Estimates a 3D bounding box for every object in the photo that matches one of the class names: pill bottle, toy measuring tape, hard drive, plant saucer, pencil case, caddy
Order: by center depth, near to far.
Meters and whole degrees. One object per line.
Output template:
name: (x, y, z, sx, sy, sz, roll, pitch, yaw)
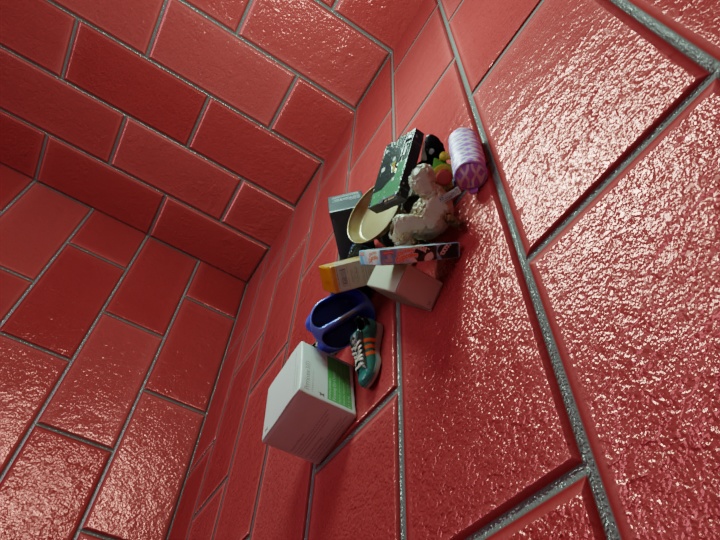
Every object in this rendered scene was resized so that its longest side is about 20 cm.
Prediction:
pencil case: (0.259, -0.270, 1.323, 0.083, 0.086, 0.201, -16, 37, 18)
toy measuring tape: (0.210, -0.204, 1.410, 0.074, 0.073, 0.203, -120, 35, -70)
hard drive: (0.093, -0.256, 1.421, 0.139, 0.038, 0.202, -18, 51, 57)
caddy: (-0.053, 0.134, 1.475, 0.199, 0.142, 0.105, -29, -6, -31)
plant saucer: (0.045, -0.153, 1.486, 0.199, 0.035, 0.202, -32, 40, 31)
pill bottle: (0.087, -0.137, 1.569, 0.112, 0.111, 0.201, -57, 18, 19)

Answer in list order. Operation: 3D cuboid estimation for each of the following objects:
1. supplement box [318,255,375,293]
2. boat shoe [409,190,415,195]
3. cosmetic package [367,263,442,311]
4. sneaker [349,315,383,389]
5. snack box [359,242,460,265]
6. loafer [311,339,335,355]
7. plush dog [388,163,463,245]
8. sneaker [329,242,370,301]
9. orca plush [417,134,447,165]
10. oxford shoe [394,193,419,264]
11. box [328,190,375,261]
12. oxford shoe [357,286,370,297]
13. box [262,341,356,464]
supplement box: (0.000, 0.000, 1.481, 0.126, 0.198, 0.075, -176, 72, -70)
boat shoe: (0.145, -0.226, 1.591, 0.075, 0.073, 0.201, -56, 19, 20)
cosmetic package: (0.100, 0.034, 1.298, 0.074, 0.103, 0.200, -64, 18, -6)
sneaker: (0.005, 0.200, 1.366, 0.071, 0.079, 0.201, -49, 23, 38)
snack box: (0.109, -0.037, 1.225, 0.116, 0.197, 0.038, -178, 83, -67)
loafer: (-0.106, 0.224, 1.675, 0.200, 0.069, 0.076, -51, 21, 35)
plush dog: (0.171, -0.135, 1.314, 0.172, 0.159, 0.202, -4, -65, -82)
sneaker: (-0.026, 0.020, 1.572, 0.202, 0.081, 0.073, -63, 3, 5)
orca plush: (0.202, -0.267, 1.456, 0.105, 0.071, 0.202, -32, -34, -32)
oxford shoe: (0.128, -0.111, 1.428, 0.058, 0.074, 0.203, 54, -133, -75)
box: (-0.025, -0.122, 1.687, 0.200, 0.116, 0.199, -101, -1, -69)
oxford shoe: (-0.002, 0.032, 1.663, 0.085, 0.072, 0.201, -52, 32, 23)
box: (-0.132, 0.339, 1.410, 0.201, 0.170, 0.200, -56, 19, 23)
